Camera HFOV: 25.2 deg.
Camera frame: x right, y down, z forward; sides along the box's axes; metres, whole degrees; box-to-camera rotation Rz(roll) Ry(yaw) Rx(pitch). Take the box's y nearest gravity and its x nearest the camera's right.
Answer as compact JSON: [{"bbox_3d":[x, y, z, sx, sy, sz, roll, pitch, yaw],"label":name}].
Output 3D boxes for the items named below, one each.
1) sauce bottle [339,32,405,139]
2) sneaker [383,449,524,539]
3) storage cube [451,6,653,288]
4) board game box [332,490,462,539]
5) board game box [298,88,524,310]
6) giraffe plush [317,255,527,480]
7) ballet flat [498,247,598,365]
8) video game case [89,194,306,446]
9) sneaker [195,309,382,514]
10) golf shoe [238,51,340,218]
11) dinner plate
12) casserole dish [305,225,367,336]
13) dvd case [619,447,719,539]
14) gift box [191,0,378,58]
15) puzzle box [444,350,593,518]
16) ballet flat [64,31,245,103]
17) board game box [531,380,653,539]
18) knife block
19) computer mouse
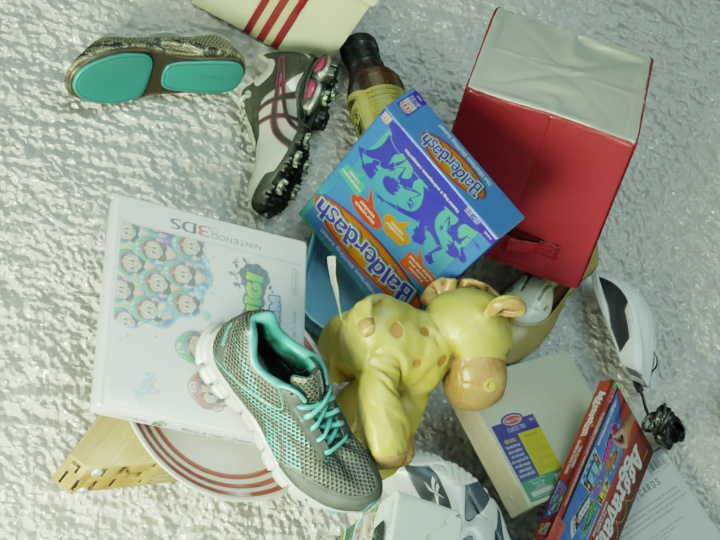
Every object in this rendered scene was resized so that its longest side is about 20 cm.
[{"bbox_3d":[0.021,-0.161,1.627,0.066,0.066,0.200,6,43,-24],"label":"sauce bottle"},{"bbox_3d":[0.074,0.259,1.431,0.199,0.079,0.130,47,44,-9],"label":"sneaker"},{"bbox_3d":[0.173,-0.124,1.584,0.171,0.180,0.200,19,39,3],"label":"storage cube"},{"bbox_3d":[0.003,0.285,1.305,0.064,0.200,0.148,21,56,-16],"label":"board game box"},{"bbox_3d":[0.041,-0.050,1.463,0.045,0.200,0.152,-37,84,-36],"label":"board game box"},{"bbox_3d":[0.060,0.073,1.414,0.162,0.173,0.200,-9,109,-15],"label":"giraffe plush"},{"bbox_3d":[0.182,0.014,1.629,0.069,0.063,0.200,28,50,16],"label":"ballet flat"},{"bbox_3d":[-0.133,0.045,1.367,0.182,0.024,0.200,14,59,-24],"label":"video game case"},{"bbox_3d":[-0.050,0.113,1.305,0.200,0.091,0.078,47,53,-1],"label":"sneaker"},{"bbox_3d":[-0.085,-0.135,1.583,0.088,0.077,0.200,16,53,5],"label":"golf shoe"},{"bbox_3d":[-0.114,0.104,1.375,0.200,0.024,0.200,13,60,-24],"label":"dinner plate"},{"bbox_3d":[0.000,0.000,1.562,0.121,0.039,0.200,23,55,-14],"label":"casserole dish"},{"bbox_3d":[0.297,0.288,1.565,0.150,0.025,0.200,-25,76,-35],"label":"dvd case"},{"bbox_3d":[-0.063,-0.339,1.622,0.200,0.187,0.185,23,55,-15],"label":"gift box"},{"bbox_3d":[0.171,0.151,1.534,0.200,0.025,0.133,-9,67,-53],"label":"puzzle box"},{"bbox_3d":[-0.207,-0.202,1.558,0.200,0.068,0.075,-8,46,-36],"label":"ballet flat"},{"bbox_3d":[0.220,0.210,1.508,0.103,0.019,0.200,58,45,-32],"label":"board game box"},{"bbox_3d":[-0.177,0.095,1.403,0.200,0.064,0.176,-3,65,-28],"label":"knife block"},{"bbox_3d":[0.286,0.082,1.633,0.110,0.044,0.200,37,33,-61],"label":"computer mouse"}]
